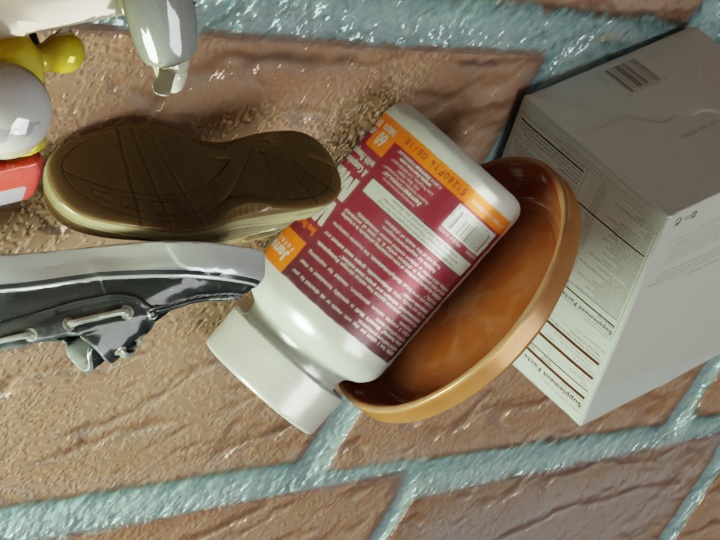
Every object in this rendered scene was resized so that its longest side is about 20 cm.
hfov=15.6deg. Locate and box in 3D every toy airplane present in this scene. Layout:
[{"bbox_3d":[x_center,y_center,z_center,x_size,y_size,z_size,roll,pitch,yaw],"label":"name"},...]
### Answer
[{"bbox_3d":[-0.175,-0.116,1.221,0.200,0.141,0.199,-42,136,19],"label":"toy airplane"}]

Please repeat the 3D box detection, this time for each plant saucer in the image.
[{"bbox_3d":[0.066,0.015,1.708,0.032,0.200,0.200,40,93,-28],"label":"plant saucer"}]

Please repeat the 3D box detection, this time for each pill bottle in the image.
[{"bbox_3d":[0.000,0.000,1.671,0.200,0.110,0.110,-49,153,2],"label":"pill bottle"}]

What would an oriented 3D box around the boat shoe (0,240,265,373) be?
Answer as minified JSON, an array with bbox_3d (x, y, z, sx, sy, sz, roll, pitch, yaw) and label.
[{"bbox_3d":[-0.147,0.022,1.450,0.199,0.068,0.072,-5,175,-23],"label":"boat shoe"}]

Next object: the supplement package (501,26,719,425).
[{"bbox_3d":[0.198,-0.034,1.873,0.191,0.147,0.200,-23,145,-40],"label":"supplement package"}]

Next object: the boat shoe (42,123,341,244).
[{"bbox_3d":[-0.103,-0.039,1.511,0.200,0.071,0.065,-1,152,-40],"label":"boat shoe"}]
